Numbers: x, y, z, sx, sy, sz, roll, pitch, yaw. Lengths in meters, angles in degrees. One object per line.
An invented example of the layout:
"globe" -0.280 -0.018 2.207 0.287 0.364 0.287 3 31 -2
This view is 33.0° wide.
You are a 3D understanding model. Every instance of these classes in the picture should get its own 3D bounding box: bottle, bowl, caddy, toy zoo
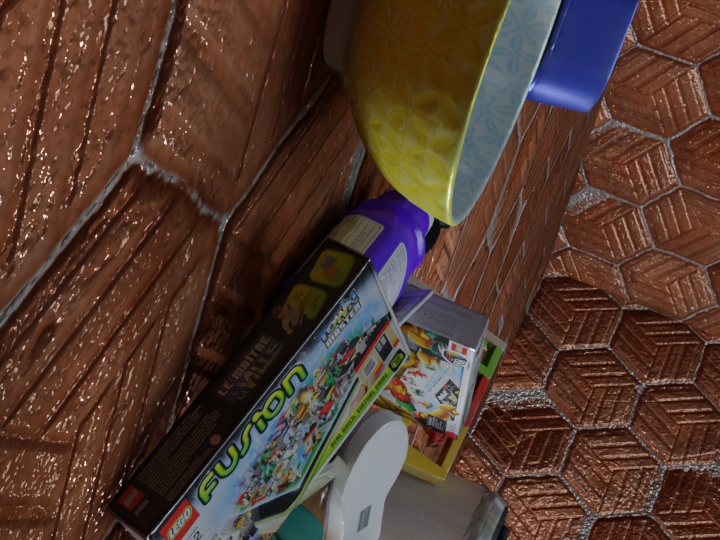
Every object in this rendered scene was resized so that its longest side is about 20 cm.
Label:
"bottle" 0.000 0.000 0.872 0.200 0.065 0.084 -53 164 -52
"bowl" 0.042 -0.138 0.700 0.200 0.107 0.201 23 90 -79
"caddy" 0.207 -0.259 1.254 0.141 0.104 0.201 -110 -142 -73
"toy zoo" 0.051 0.112 1.169 0.020 0.131 0.201 -41 -164 56

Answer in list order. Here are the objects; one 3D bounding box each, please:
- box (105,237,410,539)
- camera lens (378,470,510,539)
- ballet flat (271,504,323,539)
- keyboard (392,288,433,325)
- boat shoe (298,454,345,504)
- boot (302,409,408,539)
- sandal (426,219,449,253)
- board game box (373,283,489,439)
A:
"box" -0.052 0.090 0.712 0.200 0.035 0.110 -52 147 -19
"camera lens" 0.036 0.263 1.195 0.160 0.199 0.161 23 90 -78
"ballet flat" -0.085 0.211 0.921 0.067 0.067 0.200 -47 166 4
"keyboard" -0.022 0.070 0.856 0.056 0.011 0.200 -16 -159 49
"boat shoe" -0.058 0.136 0.868 0.074 0.066 0.199 -39 172 8
"boot" -0.023 0.167 1.033 0.073 0.096 0.201 -24 144 -35
"sandal" 0.072 -0.077 1.118 0.201 0.043 0.076 94 21 -57
"board game box" 0.037 0.071 1.025 0.200 0.126 0.035 90 25 -62
